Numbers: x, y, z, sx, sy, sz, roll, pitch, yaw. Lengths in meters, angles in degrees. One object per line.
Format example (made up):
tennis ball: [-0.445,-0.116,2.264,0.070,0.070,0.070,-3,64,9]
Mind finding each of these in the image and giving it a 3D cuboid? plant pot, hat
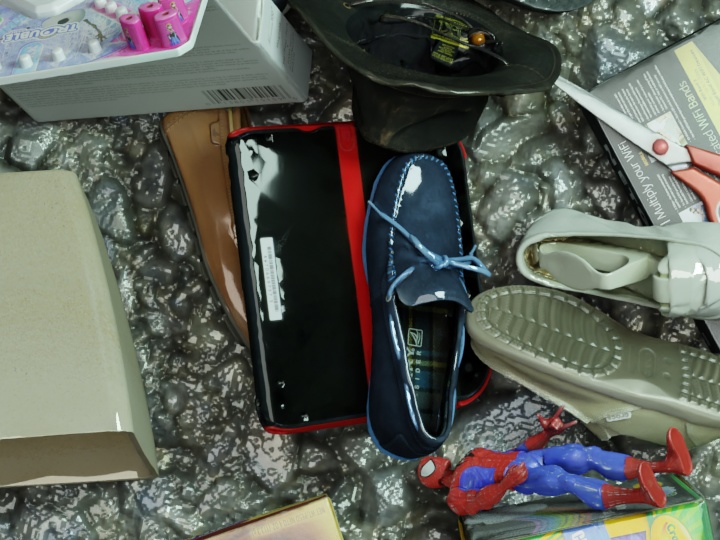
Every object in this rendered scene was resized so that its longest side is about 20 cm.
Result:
plant pot: [-0.239,0.039,1.520,0.199,0.200,0.178,-3,77,0]
hat: [0.032,-0.125,1.538,0.200,0.201,0.081,19,114,0]

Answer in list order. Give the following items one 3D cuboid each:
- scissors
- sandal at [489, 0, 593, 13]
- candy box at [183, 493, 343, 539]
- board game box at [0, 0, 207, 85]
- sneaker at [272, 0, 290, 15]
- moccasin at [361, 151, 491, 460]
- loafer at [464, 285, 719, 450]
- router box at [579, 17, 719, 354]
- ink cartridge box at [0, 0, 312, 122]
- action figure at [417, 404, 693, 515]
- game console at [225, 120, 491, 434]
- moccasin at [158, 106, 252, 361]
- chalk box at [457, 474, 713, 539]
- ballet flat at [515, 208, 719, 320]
scissors: [0.205,-0.069,1.554,0.200,0.014,0.073,18,89,1]
sandal: [0.070,-0.217,1.582,0.200,0.048,0.076,7,86,-22]
candy box: [-0.044,0.261,1.572,0.116,0.056,0.200,-19,89,-2]
board game box: [-0.183,-0.177,1.411,0.199,0.200,0.026,-7,126,13]
sneaker: [-0.088,-0.223,1.527,0.079,0.199,0.130,30,81,30]
moccasin: [0.048,0.021,1.525,0.080,0.068,0.201,0,84,-27]
loafer: [0.158,0.074,1.566,0.200,0.068,0.076,21,43,-2]
router box: [0.261,-0.067,1.588,0.157,0.052,0.200,-27,88,-1]
ink cartridge box: [-0.153,-0.152,1.500,0.199,0.174,0.044,-3,68,19]
action figure: [0.116,0.128,1.535,0.065,0.200,0.052,-48,118,-42]
game console: [0.000,0.000,1.559,0.176,0.031,0.201,-6,87,-27]
moccasin: [-0.069,-0.022,1.579,0.078,0.074,0.202,-20,78,7]
chalk box: [0.173,0.209,1.537,0.199,0.124,0.124,-10,93,0]
ballet flat: [0.188,0.002,1.535,0.200,0.069,0.070,10,87,33]
